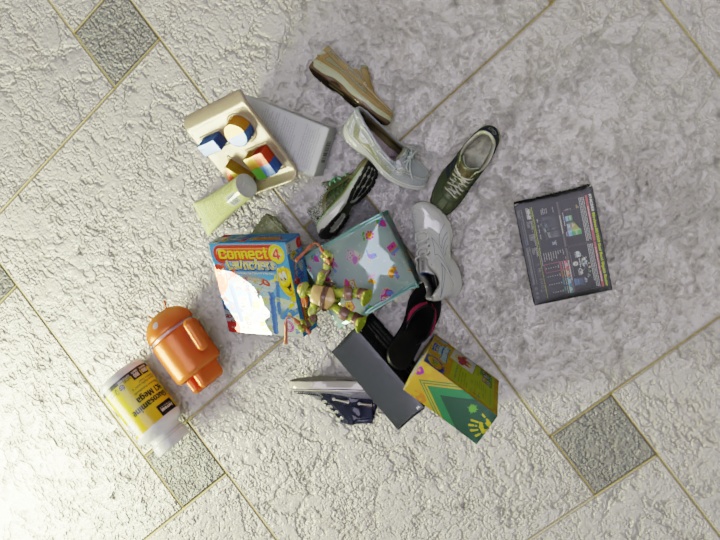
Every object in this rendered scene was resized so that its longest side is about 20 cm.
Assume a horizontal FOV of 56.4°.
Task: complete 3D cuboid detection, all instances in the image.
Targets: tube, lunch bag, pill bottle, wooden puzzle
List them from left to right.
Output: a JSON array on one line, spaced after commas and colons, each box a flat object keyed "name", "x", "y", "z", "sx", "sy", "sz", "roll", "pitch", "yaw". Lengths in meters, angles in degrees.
[{"name": "pill bottle", "x": -0.473, "y": 0.306, "z": 1.488, "sx": 0.112, "sy": 0.112, "sz": 0.201, "roll": -40, "pitch": 89, "yaw": 14}, {"name": "tube", "x": -0.285, "y": -0.140, "z": 1.389, "sx": 0.198, "sy": 0.051, "sz": 0.059, "roll": -26, "pitch": 50, "yaw": 45}, {"name": "wooden puzzle", "x": -0.242, "y": -0.235, "z": 1.324, "sx": 0.182, "sy": 0.047, "sz": 0.202, "roll": -11, "pitch": 125, "yaw": 39}, {"name": "lunch bag", "x": 0.000, "y": 0.000, "z": 1.338, "sx": 0.197, "sy": 0.122, "sz": 0.173, "roll": -28, "pitch": 92, "yaw": 12}]

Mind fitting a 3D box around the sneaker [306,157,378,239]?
[{"name": "sneaker", "x": -0.043, "y": -0.166, "z": 1.355, "sx": 0.088, "sy": 0.077, "sz": 0.201, "roll": 42, "pitch": 100, "yaw": 21}]

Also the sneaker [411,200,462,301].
[{"name": "sneaker", "x": 0.140, "y": -0.036, "z": 1.310, "sx": 0.074, "sy": 0.086, "sz": 0.204, "roll": -16, "pitch": 93, "yaw": 42}]

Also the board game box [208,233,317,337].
[{"name": "board game box", "x": -0.199, "y": 0.029, "z": 1.367, "sx": 0.196, "sy": 0.056, "sz": 0.200, "roll": 0, "pitch": 111, "yaw": 29}]

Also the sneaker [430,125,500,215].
[{"name": "sneaker", "x": 0.195, "y": -0.191, "z": 1.283, "sx": 0.067, "sy": 0.090, "sz": 0.202, "roll": 36, "pitch": 104, "yaw": 4}]

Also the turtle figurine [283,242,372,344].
[{"name": "turtle figurine", "x": -0.063, "y": 0.062, "z": 1.279, "sx": 0.158, "sy": 0.064, "sz": 0.204, "roll": 18, "pitch": 89, "yaw": 19}]

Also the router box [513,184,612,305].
[{"name": "router box", "x": 0.382, "y": -0.048, "z": 1.277, "sx": 0.146, "sy": 0.062, "sz": 0.205, "roll": -11, "pitch": 95, "yaw": 14}]

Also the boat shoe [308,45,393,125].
[{"name": "boat shoe", "x": -0.006, "y": -0.369, "z": 1.318, "sx": 0.199, "sy": 0.072, "sz": 0.077, "roll": 39, "pitch": 88, "yaw": 3}]

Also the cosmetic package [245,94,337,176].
[{"name": "cosmetic package", "x": -0.157, "y": -0.273, "z": 1.359, "sx": 0.196, "sy": 0.071, "sz": 0.103, "roll": 23, "pitch": 103, "yaw": 8}]

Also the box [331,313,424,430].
[{"name": "box", "x": 0.048, "y": 0.197, "z": 1.344, "sx": 0.079, "sy": 0.141, "sz": 0.201, "roll": -42, "pitch": 87, "yaw": 14}]

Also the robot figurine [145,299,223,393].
[{"name": "robot figurine", "x": -0.383, "y": 0.164, "z": 1.448, "sx": 0.116, "sy": 0.144, "sz": 0.202, "roll": -36, "pitch": 90, "yaw": -8}]

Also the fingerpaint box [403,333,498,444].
[{"name": "fingerpaint box", "x": 0.178, "y": 0.221, "z": 1.289, "sx": 0.165, "sy": 0.200, "sz": 0.074, "roll": 36, "pitch": 104, "yaw": 4}]

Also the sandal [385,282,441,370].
[{"name": "sandal", "x": 0.114, "y": 0.105, "z": 1.310, "sx": 0.075, "sy": 0.202, "sz": 0.045, "roll": 36, "pitch": 148, "yaw": -11}]

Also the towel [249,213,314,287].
[{"name": "towel", "x": -0.173, "y": -0.003, "z": 1.419, "sx": 0.148, "sy": 0.036, "sz": 0.201, "roll": -43, "pitch": 88, "yaw": 16}]

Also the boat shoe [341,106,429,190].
[{"name": "boat shoe", "x": 0.056, "y": -0.234, "z": 1.300, "sx": 0.201, "sy": 0.075, "sz": 0.065, "roll": 39, "pitch": 138, "yaw": -4}]

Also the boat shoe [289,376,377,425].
[{"name": "boat shoe", "x": -0.055, "y": 0.275, "z": 1.410, "sx": 0.195, "sy": 0.075, "sz": 0.095, "roll": 0, "pitch": 90, "yaw": 12}]
